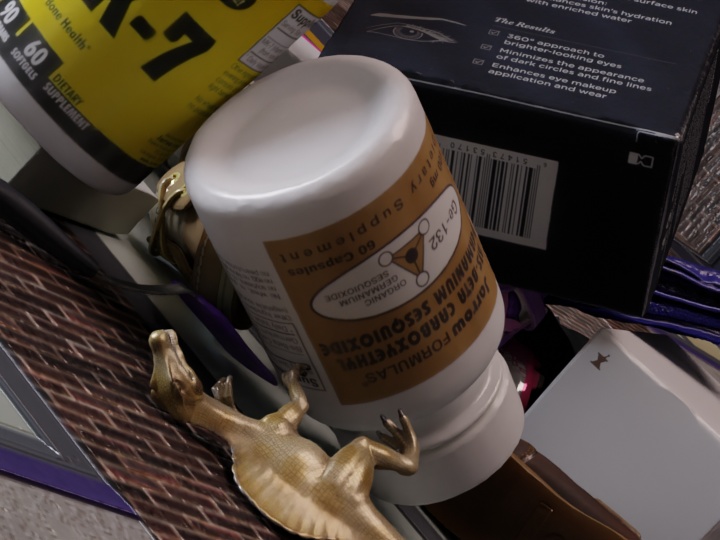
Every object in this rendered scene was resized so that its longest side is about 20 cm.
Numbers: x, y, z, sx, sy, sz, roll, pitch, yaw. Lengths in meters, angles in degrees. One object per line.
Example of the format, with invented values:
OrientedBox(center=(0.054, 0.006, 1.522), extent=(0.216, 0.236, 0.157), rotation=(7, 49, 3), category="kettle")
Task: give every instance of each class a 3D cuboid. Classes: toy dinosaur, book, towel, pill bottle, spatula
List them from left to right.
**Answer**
OrientedBox(center=(-0.193, -0.107, 1.418), extent=(0.200, 0.048, 0.134), rotation=(48, 10, 21), category="book")
OrientedBox(center=(-0.110, 0.001, 1.334), extent=(0.200, 0.021, 0.056), rotation=(32, -1, -36), category="spatula")
OrientedBox(center=(-0.078, -0.140, 1.342), extent=(0.114, 0.200, 0.114), rotation=(46, 10, -10), category="pill bottle")
OrientedBox(center=(-0.014, 0.097, 1.268), extent=(0.200, 0.058, 0.101), rotation=(36, 24, 6), category="toy dinosaur")
OrientedBox(center=(0.004, 0.010, 1.349), extent=(0.200, 0.114, 0.114), rotation=(65, -5, -34), category="pill bottle")
OrientedBox(center=(0.158, 0.012, 1.698), extent=(0.147, 0.050, 0.200), rotation=(17, 0, -17), category="towel")

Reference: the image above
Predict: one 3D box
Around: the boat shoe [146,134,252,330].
OrientedBox(center=(-0.075, -0.023, 1.468), extent=(0.066, 0.074, 0.200), rotation=(12, 15, -1), category="boat shoe")

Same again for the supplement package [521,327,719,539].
OrientedBox(center=(0.158, 0.116, 1.622), extent=(0.121, 0.120, 0.200), rotation=(44, 9, 14), category="supplement package")

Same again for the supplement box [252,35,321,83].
OrientedBox(center=(-0.042, -0.077, 1.718), extent=(0.200, 0.103, 0.101), rotation=(40, 9, -6), category="supplement box")

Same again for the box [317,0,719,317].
OrientedBox(center=(0.090, -0.090, 1.581), extent=(0.196, 0.118, 0.200), rotation=(14, 33, 10), category="box")

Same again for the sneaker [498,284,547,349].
OrientedBox(center=(0.058, 0.023, 1.577), extent=(0.200, 0.088, 0.081), rotation=(-76, 152, -56), category="sneaker")

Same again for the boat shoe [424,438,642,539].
OrientedBox(center=(0.111, 0.147, 1.441), extent=(0.200, 0.070, 0.070), rotation=(48, 15, 30), category="boat shoe")

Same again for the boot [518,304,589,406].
OrientedBox(center=(0.129, 0.072, 1.851), extent=(0.162, 0.073, 0.198), rotation=(37, 7, -29), category="boot")

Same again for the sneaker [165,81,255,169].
OrientedBox(center=(-0.051, -0.042, 1.607), extent=(0.200, 0.076, 0.115), rotation=(45, 8, 0), category="sneaker")

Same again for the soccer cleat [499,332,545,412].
OrientedBox(center=(0.051, 0.051, 1.681), extent=(0.086, 0.070, 0.200), rotation=(24, 11, -10), category="soccer cleat")
